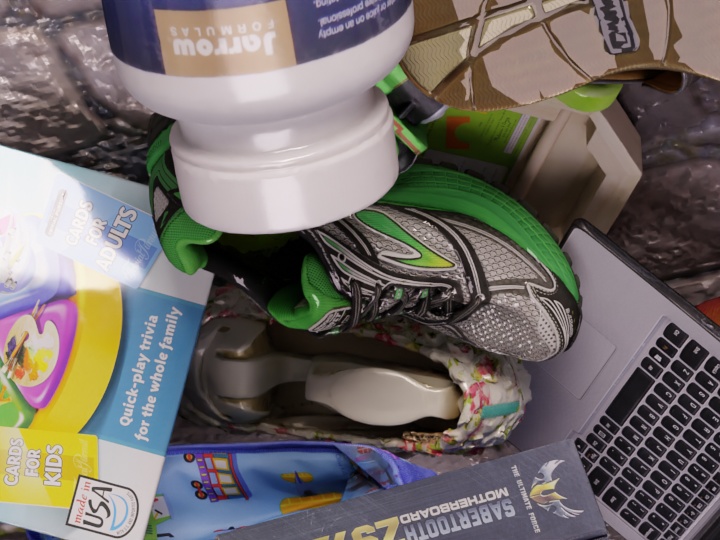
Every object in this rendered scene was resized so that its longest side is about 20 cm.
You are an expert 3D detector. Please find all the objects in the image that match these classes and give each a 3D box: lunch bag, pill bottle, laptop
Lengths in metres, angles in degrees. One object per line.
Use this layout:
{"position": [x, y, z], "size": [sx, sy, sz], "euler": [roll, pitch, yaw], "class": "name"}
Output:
{"position": [-0.031, 0.118, 1.260], "size": [0.199, 0.095, 0.150], "euler": [-15, 158, 18], "class": "lunch bag"}
{"position": [-0.041, -0.120, 0.989], "size": [0.110, 0.111, 0.201], "euler": [-5, 115, 9], "class": "pill bottle"}
{"position": [0.114, 0.115, 1.206], "size": [0.200, 0.116, 0.187], "euler": [39, 151, 7], "class": "laptop"}

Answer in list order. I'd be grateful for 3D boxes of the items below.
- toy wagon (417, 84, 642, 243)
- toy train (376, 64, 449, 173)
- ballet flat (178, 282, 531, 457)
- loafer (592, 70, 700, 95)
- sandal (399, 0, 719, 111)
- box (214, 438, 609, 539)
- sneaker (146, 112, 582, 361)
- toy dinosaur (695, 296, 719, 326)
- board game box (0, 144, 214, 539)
{"position": [0.015, -0.052, 1.181], "size": [0.199, 0.040, 0.156], "euler": [14, 139, -12], "class": "toy wagon"}
{"position": [-0.038, -0.114, 1.075], "size": [0.056, 0.042, 0.200], "euler": [-39, 113, 18], "class": "toy train"}
{"position": [-0.022, 0.044, 1.248], "size": [0.199, 0.064, 0.076], "euler": [3, 99, 22], "class": "ballet flat"}
{"position": [0.124, -0.095, 1.095], "size": [0.198, 0.073, 0.073], "euler": [0, 140, 2], "class": "loafer"}
{"position": [0.109, -0.106, 1.033], "size": [0.199, 0.054, 0.081], "euler": [-8, 116, 14], "class": "sandal"}
{"position": [0.020, 0.156, 1.214], "size": [0.157, 0.051, 0.200], "euler": [-15, 151, -10], "class": "box"}
{"position": [0.000, 0.000, 1.147], "size": [0.199, 0.086, 0.078], "euler": [20, 139, -19], "class": "sneaker"}
{"position": [0.185, 0.034, 1.225], "size": [0.199, 0.106, 0.182], "euler": [11, 141, -10], "class": "toy dinosaur"}
{"position": [-0.169, 0.022, 1.174], "size": [0.199, 0.152, 0.047], "euler": [15, 172, -5], "class": "board game box"}
